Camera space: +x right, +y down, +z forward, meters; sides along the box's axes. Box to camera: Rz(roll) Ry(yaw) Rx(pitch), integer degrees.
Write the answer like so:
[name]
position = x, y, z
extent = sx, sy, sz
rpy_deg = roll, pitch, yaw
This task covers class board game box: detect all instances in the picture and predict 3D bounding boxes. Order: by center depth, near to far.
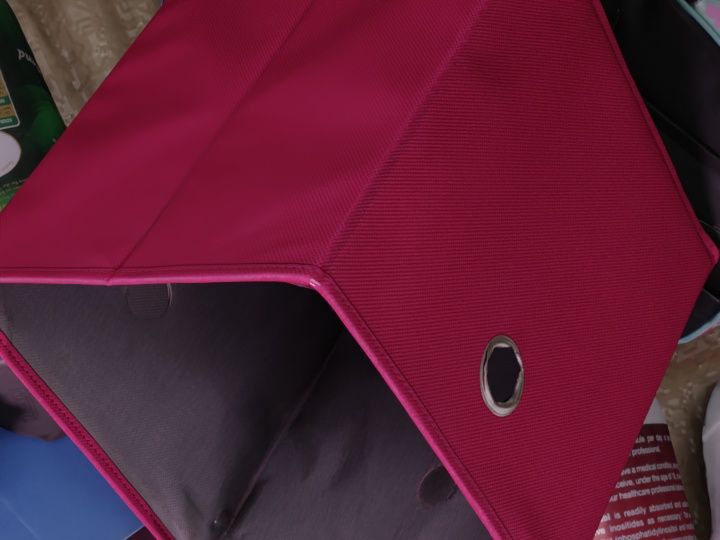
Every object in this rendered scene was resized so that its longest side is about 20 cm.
[board game box]
position = -0.174, 0.107, 0.778
extent = 0.199, 0.039, 0.158
rpy_deg = -34, 51, -27

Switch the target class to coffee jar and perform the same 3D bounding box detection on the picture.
[coffee jar]
position = -0.163, -0.025, 0.777
extent = 0.085, 0.105, 0.201
rpy_deg = -22, 66, -11

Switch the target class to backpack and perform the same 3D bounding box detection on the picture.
[backpack]
position = 0.159, -0.075, 0.799
extent = 0.152, 0.176, 0.201
rpy_deg = -9, 55, -29

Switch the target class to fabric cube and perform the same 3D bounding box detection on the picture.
[fabric cube]
position = 0.000, 0.000, 0.679
extent = 0.197, 0.199, 0.200
rpy_deg = 57, 50, -33

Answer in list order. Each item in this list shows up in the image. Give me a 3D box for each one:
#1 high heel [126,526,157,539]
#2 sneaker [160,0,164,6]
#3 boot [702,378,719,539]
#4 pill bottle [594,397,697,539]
[high heel]
position = -0.120, 0.198, 0.769
extent = 0.095, 0.068, 0.201
rpy_deg = 25, 61, 10
[sneaker]
position = -0.056, -0.111, 0.862
extent = 0.081, 0.073, 0.202
rpy_deg = -20, 78, 13
[boot]
position = 0.213, 0.110, 0.776
extent = 0.074, 0.095, 0.201
rpy_deg = 46, 35, -26
[pill bottle]
position = 0.099, 0.122, 0.790
extent = 0.112, 0.113, 0.202
rpy_deg = -10, 77, -9
